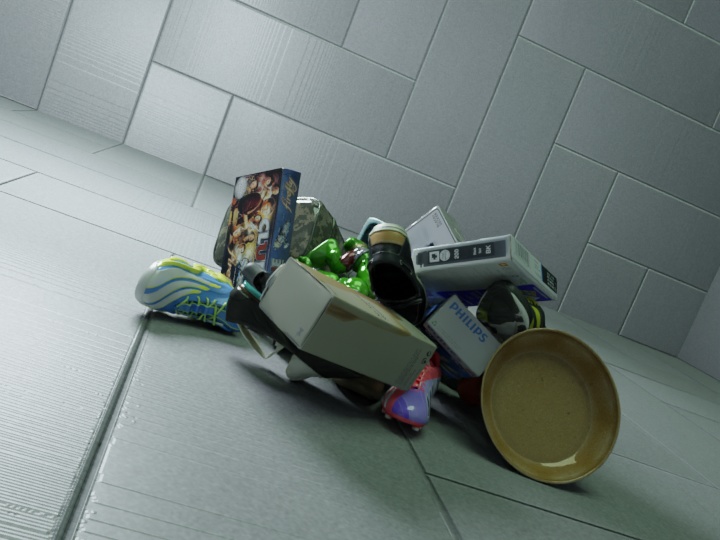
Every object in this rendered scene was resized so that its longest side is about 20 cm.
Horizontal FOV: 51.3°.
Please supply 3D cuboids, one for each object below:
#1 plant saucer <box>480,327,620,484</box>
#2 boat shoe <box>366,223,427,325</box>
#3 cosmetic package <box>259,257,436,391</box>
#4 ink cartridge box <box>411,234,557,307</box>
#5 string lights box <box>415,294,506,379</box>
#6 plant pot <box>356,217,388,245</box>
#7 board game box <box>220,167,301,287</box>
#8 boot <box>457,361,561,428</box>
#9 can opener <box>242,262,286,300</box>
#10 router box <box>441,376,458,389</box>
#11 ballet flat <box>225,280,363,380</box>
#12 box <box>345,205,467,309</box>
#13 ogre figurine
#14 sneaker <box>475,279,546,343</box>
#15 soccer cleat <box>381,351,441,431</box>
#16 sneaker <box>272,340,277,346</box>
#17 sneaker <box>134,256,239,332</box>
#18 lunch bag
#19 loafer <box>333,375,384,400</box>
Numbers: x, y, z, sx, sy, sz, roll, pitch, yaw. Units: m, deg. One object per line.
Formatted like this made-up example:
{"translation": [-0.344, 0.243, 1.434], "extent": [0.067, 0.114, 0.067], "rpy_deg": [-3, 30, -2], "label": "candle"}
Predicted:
{"translation": [0.246, 0.178, 0.992], "extent": [0.199, 0.202, 0.035], "rpy_deg": [21, -20, -7], "label": "plant saucer"}
{"translation": [0.046, 0.022, 0.997], "extent": [0.074, 0.063, 0.201], "rpy_deg": [-1, -37, 12], "label": "boat shoe"}
{"translation": [-0.011, 0.067, 0.892], "extent": [0.199, 0.071, 0.105], "rpy_deg": [29, 7, -46], "label": "cosmetic package"}
{"translation": [0.158, 0.010, 1.080], "extent": [0.199, 0.044, 0.198], "rpy_deg": [-8, -21, 30], "label": "ink cartridge box"}
{"translation": [0.132, 0.101, 1.097], "extent": [0.103, 0.059, 0.200], "rpy_deg": [46, -10, 3], "label": "string lights box"}
{"translation": [0.090, 0.055, 1.351], "extent": [0.196, 0.197, 0.200], "rpy_deg": [28, -1, 40], "label": "plant pot"}
{"translation": [-0.155, -0.048, 1.132], "extent": [0.034, 0.202, 0.135], "rpy_deg": [14, -11, -40], "label": "board game box"}
{"translation": [0.195, 0.190, 1.095], "extent": [0.075, 0.108, 0.200], "rpy_deg": [42, -27, -16], "label": "boot"}
{"translation": [-0.087, 0.018, 0.961], "extent": [0.067, 0.054, 0.200], "rpy_deg": [37, 3, 17], "label": "can opener"}
{"translation": [0.227, 0.190, 1.265], "extent": [0.199, 0.053, 0.157], "rpy_deg": [29, 10, 39], "label": "router box"}
{"translation": [-0.088, 0.092, 0.953], "extent": [0.199, 0.069, 0.068], "rpy_deg": [35, 8, 7], "label": "ballet flat"}
{"translation": [0.082, 0.004, 1.209], "extent": [0.060, 0.200, 0.117], "rpy_deg": [29, 30, -51], "label": "box"}
{"translation": [0.000, 0.000, 1.117], "extent": [0.199, 0.099, 0.120], "rpy_deg": [4, 29, -49], "label": "ogre figurine"}
{"translation": [0.218, 0.066, 1.066], "extent": [0.074, 0.085, 0.200], "rpy_deg": [9, -32, 28], "label": "sneaker"}
{"translation": [0.073, 0.153, 0.994], "extent": [0.066, 0.077, 0.200], "rpy_deg": [22, 7, 10], "label": "soccer cleat"}
{"translation": [-0.058, 0.075, 1.121], "extent": [0.120, 0.084, 0.200], "rpy_deg": [17, 15, -4], "label": "sneaker"}
{"translation": [-0.209, 0.036, 1.012], "extent": [0.104, 0.076, 0.200], "rpy_deg": [26, 8, 21], "label": "sneaker"}
{"translation": [-0.123, -0.026, 1.274], "extent": [0.198, 0.140, 0.168], "rpy_deg": [-1, -28, 23], "label": "lunch bag"}
{"translation": [0.014, 0.126, 1.049], "extent": [0.076, 0.068, 0.200], "rpy_deg": [23, 8, 6], "label": "loafer"}
